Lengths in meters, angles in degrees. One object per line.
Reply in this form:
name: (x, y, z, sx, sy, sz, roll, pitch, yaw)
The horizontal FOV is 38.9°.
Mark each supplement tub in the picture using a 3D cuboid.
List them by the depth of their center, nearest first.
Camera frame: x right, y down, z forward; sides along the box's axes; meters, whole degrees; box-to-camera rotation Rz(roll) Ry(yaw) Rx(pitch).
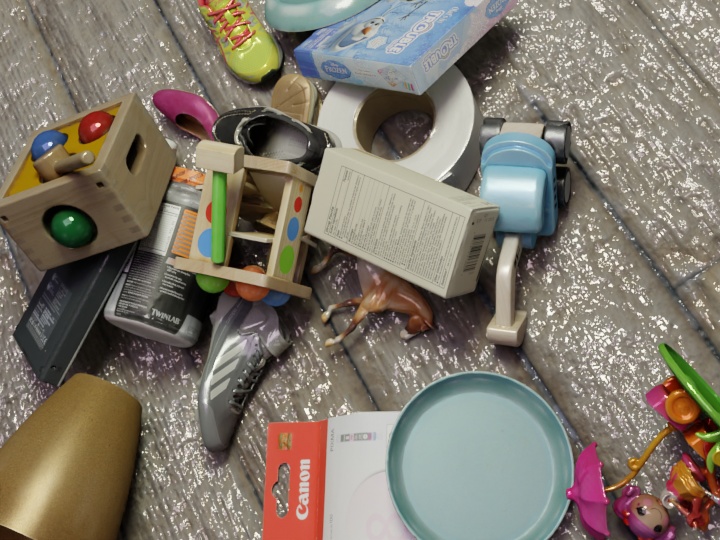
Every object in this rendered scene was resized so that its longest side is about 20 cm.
supplement tub: (-0.231, -0.017, 1.259, 0.121, 0.123, 0.202, 11, 75, 21)

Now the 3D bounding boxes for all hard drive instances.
hard drive: (-0.353, 0.022, 1.253, 0.139, 0.033, 0.201, 35, 97, 52)

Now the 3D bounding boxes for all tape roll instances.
tape roll: (0.050, -0.166, 1.245, 0.200, 0.071, 0.205, -6, 70, 16)

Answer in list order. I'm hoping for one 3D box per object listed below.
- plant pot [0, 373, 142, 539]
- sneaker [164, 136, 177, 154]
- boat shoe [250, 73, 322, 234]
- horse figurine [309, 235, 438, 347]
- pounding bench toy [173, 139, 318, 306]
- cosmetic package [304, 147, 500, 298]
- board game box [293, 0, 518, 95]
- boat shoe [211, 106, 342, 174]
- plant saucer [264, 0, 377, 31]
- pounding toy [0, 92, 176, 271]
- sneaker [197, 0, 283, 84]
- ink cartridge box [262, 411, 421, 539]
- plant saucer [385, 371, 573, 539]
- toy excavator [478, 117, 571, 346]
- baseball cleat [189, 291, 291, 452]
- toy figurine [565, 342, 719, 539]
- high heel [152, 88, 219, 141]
plant pot: (-0.340, 0.230, 1.194, 0.184, 0.187, 0.202, 13, 63, 22)
sneaker: (-0.289, -0.080, 1.337, 0.087, 0.074, 0.201, 30, 92, 17)
boat shoe: (-0.086, -0.142, 1.284, 0.073, 0.069, 0.202, 19, 100, 22)
horse figurine: (0.000, 0.000, 1.217, 0.131, 0.050, 0.202, -23, 68, 16)
pounding bench toy: (-0.137, -0.049, 1.150, 0.123, 0.200, 0.158, 11, 86, 23)
cosmetic package: (0.043, -0.056, 1.126, 0.199, 0.071, 0.106, 27, 110, 29)
board game box: (0.053, -0.294, 1.229, 0.198, 0.044, 0.200, 18, 53, 41)
boat shoe: (-0.113, -0.157, 1.216, 0.199, 0.060, 0.075, 23, 98, 35)
plant saucer: (-0.038, -0.377, 1.321, 0.198, 0.028, 0.201, -16, 39, 13)
pounding toy: (-0.317, -0.108, 1.164, 0.182, 0.143, 0.201, -16, 38, 20)
sneaker: (-0.175, -0.334, 1.367, 0.078, 0.090, 0.201, -35, 66, 2)
ink cartridge box: (-0.022, 0.244, 1.142, 0.197, 0.057, 0.165, -3, 71, 13)
plant saucer: (0.125, 0.209, 1.082, 0.197, 0.027, 0.203, 0, 71, -1)
toy excavator: (0.170, -0.045, 1.138, 0.099, 0.196, 0.201, 7, 46, 20)
baseball cleat: (-0.139, 0.115, 1.213, 0.105, 0.070, 0.203, -2, 72, 18)
toy figurine: (0.303, 0.208, 1.023, 0.184, 0.150, 0.200, -44, 88, 14)
high heel: (-0.207, -0.165, 1.334, 0.198, 0.067, 0.096, 28, 71, 11)
